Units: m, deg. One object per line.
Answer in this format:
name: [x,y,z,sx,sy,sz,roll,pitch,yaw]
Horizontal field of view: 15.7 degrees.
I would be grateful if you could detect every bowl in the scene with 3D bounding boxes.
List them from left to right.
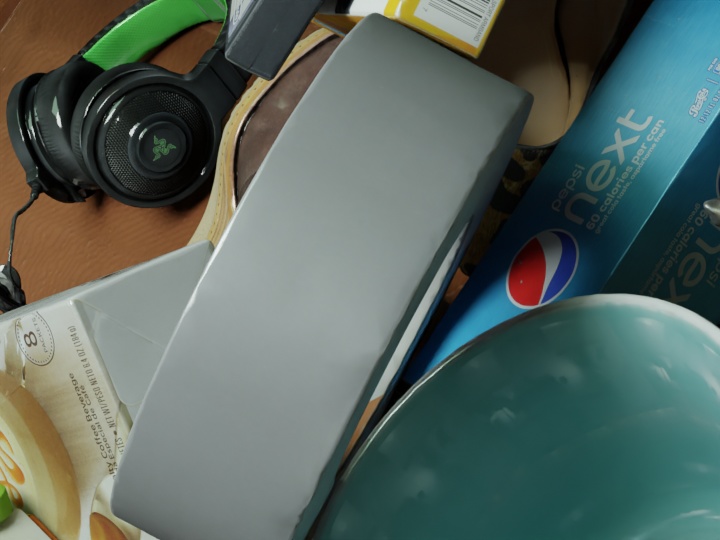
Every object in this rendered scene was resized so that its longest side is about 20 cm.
bowl: [0.083,0.120,0.877,0.200,0.105,0.201,-25,47,29]

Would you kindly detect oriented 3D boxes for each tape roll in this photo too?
tape roll: [-0.012,0.012,0.922,0.201,0.066,0.200,-62,-5,-9]

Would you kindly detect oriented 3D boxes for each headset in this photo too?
headset: [-0.114,-0.055,1.251,0.123,0.094,0.200,4,50,51]

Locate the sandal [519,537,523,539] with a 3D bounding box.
sandal: [-0.033,0.128,1.001,0.211,0.070,0.078,-21,69,32]

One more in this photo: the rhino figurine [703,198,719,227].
rhino figurine: [0.174,0.018,0.876,0.060,0.087,0.200,-42,40,12]

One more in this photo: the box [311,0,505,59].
box: [0.030,-0.146,1.022,0.119,0.041,0.200,-65,13,0]

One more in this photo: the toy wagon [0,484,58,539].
toy wagon: [-0.139,0.159,1.050,0.200,0.156,0.040,-2,21,43]

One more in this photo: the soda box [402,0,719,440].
soda box: [0.107,-0.017,0.987,0.200,0.064,0.068,-56,38,-3]

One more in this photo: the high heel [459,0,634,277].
high heel: [0.078,-0.091,0.995,0.143,0.071,0.201,-164,85,-70]

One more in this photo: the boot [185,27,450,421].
boot: [0.000,0.000,1.099,0.166,0.072,0.200,26,80,38]

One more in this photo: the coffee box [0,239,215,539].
coffee box: [-0.126,0.071,1.079,0.080,0.115,0.200,-26,4,-43]

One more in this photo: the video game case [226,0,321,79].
video game case: [0.004,-0.198,1.038,0.181,0.025,0.200,-54,18,31]
